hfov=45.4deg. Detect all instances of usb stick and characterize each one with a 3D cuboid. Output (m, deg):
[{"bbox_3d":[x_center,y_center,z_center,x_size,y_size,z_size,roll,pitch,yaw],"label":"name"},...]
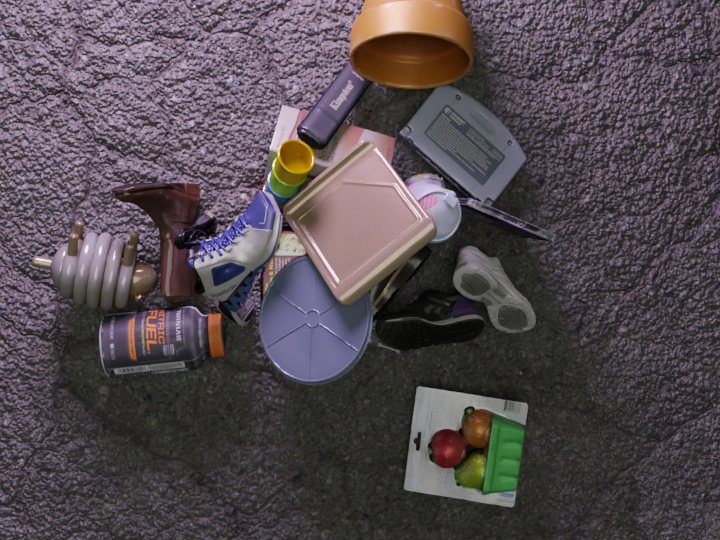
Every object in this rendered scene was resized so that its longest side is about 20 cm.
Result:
[{"bbox_3d":[-0.039,-0.271,1.398,0.055,0.033,0.201,30,55,2],"label":"usb stick"}]

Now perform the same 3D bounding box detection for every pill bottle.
[{"bbox_3d":[-0.324,0.116,1.431,0.196,0.106,0.109,-6,96,-4],"label":"pill bottle"}]

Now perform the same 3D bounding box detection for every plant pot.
[{"bbox_3d":[0.084,-0.418,1.377,0.196,0.200,0.187,4,78,-4],"label":"plant pot"}]

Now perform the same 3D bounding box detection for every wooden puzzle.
[{"bbox_3d":[-0.003,-0.074,1.319,0.184,0.037,0.201,-38,65,6],"label":"wooden puzzle"}]

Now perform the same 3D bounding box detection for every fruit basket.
[{"bbox_3d":[0.184,0.307,1.505,0.196,0.094,0.189,7,94,11],"label":"fruit basket"}]

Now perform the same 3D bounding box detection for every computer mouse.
[{"bbox_3d":[-0.240,0.007,1.434,0.043,0.110,0.203,-13,112,24],"label":"computer mouse"}]

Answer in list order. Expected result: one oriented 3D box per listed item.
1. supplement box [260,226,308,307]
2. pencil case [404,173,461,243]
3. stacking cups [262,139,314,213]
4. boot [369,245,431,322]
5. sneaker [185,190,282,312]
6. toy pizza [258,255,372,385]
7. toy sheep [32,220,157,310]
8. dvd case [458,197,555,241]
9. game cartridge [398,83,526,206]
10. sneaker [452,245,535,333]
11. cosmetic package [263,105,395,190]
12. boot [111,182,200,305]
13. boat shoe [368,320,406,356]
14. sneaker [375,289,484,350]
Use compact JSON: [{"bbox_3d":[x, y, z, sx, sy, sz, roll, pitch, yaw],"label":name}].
[{"bbox_3d":[-0.068,-0.006,1.439,0.196,0.103,0.134,1,96,-5],"label":"supplement box"},{"bbox_3d":[0.111,-0.104,1.397,0.090,0.200,0.084,-32,103,7],"label":"pencil case"},{"bbox_3d":[-0.131,-0.129,1.371,0.059,0.200,0.062,10,62,-19],"label":"stacking cups"},{"bbox_3d":[0.000,0.000,1.369,0.138,0.077,0.201,42,94,8],"label":"boot"},{"bbox_3d":[-0.206,-0.030,1.332,0.114,0.081,0.201,15,115,-32],"label":"sneaker"},{"bbox_3d":[-0.069,0.076,1.345,0.196,0.032,0.205,-4,80,22],"label":"toy pizza"},{"bbox_3d":[-0.430,-0.002,1.401,0.196,0.138,0.141,13,94,-9],"label":"toy sheep"},{"bbox_3d":[0.222,-0.084,1.403,0.146,0.200,0.016,22,93,-6],"label":"dvd case"},{"bbox_3d":[0.178,-0.215,1.460,0.199,0.042,0.134,41,79,-3],"label":"game cartridge"},{"bbox_3d":[0.237,0.026,1.477,0.077,0.100,0.200,-28,124,30],"label":"sneaker"},{"bbox_3d":[-0.050,-0.183,1.414,0.196,0.088,0.105,14,59,-6],"label":"cosmetic package"},{"bbox_3d":[-0.321,-0.040,1.393,0.063,0.185,0.205,5,97,36],"label":"boot"},{"bbox_3d":[-0.009,0.104,1.473,0.196,0.072,0.069,13,93,-12],"label":"boat shoe"},{"bbox_3d":[0.107,0.077,1.455,0.196,0.088,0.076,0,136,-26],"label":"sneaker"}]
